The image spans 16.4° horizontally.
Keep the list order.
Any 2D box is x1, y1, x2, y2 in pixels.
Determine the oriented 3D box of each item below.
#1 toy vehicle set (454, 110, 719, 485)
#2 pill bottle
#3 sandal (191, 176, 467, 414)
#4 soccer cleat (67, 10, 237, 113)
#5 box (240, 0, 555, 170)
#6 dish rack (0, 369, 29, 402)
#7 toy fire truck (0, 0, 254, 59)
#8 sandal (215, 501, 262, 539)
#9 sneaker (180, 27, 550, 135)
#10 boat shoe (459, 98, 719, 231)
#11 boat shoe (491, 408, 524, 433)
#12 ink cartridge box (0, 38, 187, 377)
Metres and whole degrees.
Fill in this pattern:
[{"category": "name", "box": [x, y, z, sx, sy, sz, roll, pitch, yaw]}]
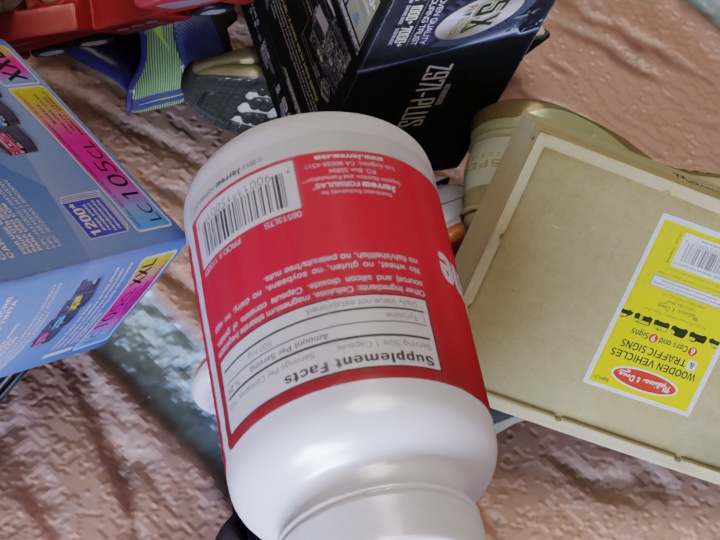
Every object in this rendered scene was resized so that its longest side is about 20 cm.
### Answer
[{"category": "toy vehicle set", "box": [0.135, 0.021, 1.111, 0.199, 0.125, 0.027, 20, 17, -20]}, {"category": "pill bottle", "box": [-0.006, 0.044, 1.024, 0.111, 0.113, 0.201, -3, 56, -13]}, {"category": "sandal", "box": [0.001, -0.004, 1.166, 0.206, 0.079, 0.059, -25, 65, -24]}, {"category": "soccer cleat", "box": [-0.145, -0.158, 1.263, 0.083, 0.065, 0.200, -33, 65, -25]}, {"category": "box", "box": [0.003, -0.168, 1.138, 0.085, 0.164, 0.201, -8, 62, -23]}, {"category": "dish rack", "box": [-0.240, -0.008, 1.142, 0.199, 0.055, 0.154, 29, 53, 13]}, {"category": "toy fire truck", "box": [-0.160, -0.128, 1.133, 0.199, 0.141, 0.049, -11, 88, 25]}, {"category": "sandal", "box": [-0.049, 0.134, 1.063, 0.042, 0.076, 0.201, 2, 43, -10]}, {"category": "sneaker", "box": [-0.007, -0.124, 1.247, 0.199, 0.077, 0.089, -14, 74, -29]}, {"category": "boat shoe", "box": [0.135, -0.013, 1.145, 0.200, 0.073, 0.064, 24, 64, -25]}, {"category": "boat shoe", "box": [0.088, 0.023, 1.172, 0.199, 0.062, 0.073, -25, 61, -26]}, {"category": "ink cartridge box", "box": [-0.182, -0.021, 1.025, 0.136, 0.076, 0.200, 45, 27, 14]}]
